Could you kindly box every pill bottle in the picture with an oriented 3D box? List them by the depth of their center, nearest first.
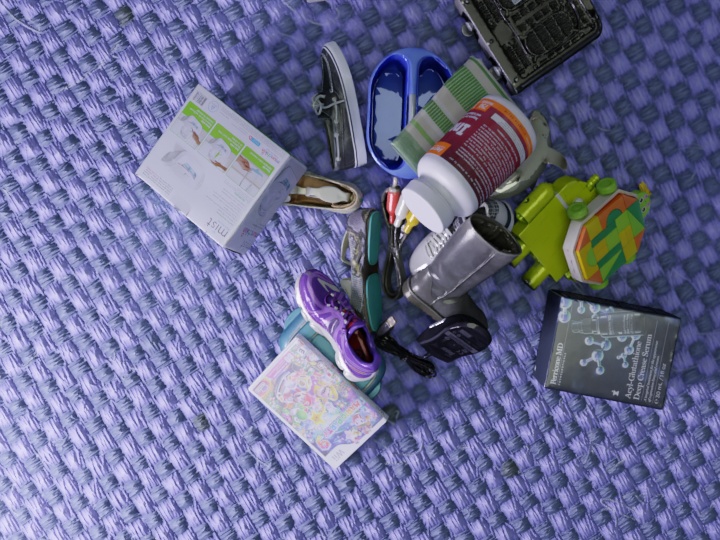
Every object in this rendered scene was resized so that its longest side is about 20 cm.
[{"bbox_3d":[0.158,-0.155,1.397,0.113,0.113,0.200,46,77,-3],"label":"pill bottle"}]

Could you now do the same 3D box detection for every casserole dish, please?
[{"bbox_3d":[-0.046,0.143,1.557,0.200,0.039,0.121,44,94,-4],"label":"casserole dish"}]

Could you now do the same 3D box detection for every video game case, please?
[{"bbox_3d":[-0.070,0.216,1.544,0.200,0.018,0.143,43,117,-3],"label":"video game case"}]

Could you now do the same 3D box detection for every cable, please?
[{"bbox_3d":[0.052,-0.054,1.522,0.097,0.050,0.203,29,112,32],"label":"cable"}]

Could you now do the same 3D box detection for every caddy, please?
[{"bbox_3d":[0.080,-0.247,1.492,0.139,0.105,0.203,2,95,1],"label":"caddy"}]

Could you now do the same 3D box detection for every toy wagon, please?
[{"bbox_3d":[0.403,-0.070,1.504,0.199,0.039,0.156,-38,125,-17],"label":"toy wagon"}]

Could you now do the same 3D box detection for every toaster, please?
[{"bbox_3d":[0.264,-0.400,1.476,0.199,0.119,0.182,-35,94,2],"label":"toaster"}]

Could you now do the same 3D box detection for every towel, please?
[{"bbox_3d":[0.157,-0.213,1.465,0.153,0.023,0.200,46,78,-20],"label":"towel"}]

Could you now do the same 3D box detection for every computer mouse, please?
[{"bbox_3d":[0.111,0.096,1.492,0.139,0.200,0.046,32,54,-15],"label":"computer mouse"}]

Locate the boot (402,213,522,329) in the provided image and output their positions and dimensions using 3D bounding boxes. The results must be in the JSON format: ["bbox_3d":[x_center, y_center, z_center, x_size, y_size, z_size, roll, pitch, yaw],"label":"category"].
[{"bbox_3d":[0.181,0.012,1.467,0.180,0.073,0.200,28,130,-22],"label":"boot"}]

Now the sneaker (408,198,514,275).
[{"bbox_3d":[0.145,-0.053,1.492,0.199,0.080,0.077,-37,69,27],"label":"sneaker"}]

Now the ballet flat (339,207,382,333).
[{"bbox_3d":[0.000,0.000,1.540,0.071,0.072,0.204,0,94,0],"label":"ballet flat"}]

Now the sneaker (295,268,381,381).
[{"bbox_3d":[-0.026,0.077,1.497,0.080,0.083,0.201,-32,83,-29],"label":"sneaker"}]

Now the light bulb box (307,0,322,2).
[{"bbox_3d":[-0.035,-0.532,1.425,0.123,0.198,0.203,-7,93,-2],"label":"light bulb box"}]

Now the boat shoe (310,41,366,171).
[{"bbox_3d":[-0.044,-0.260,1.509,0.067,0.074,0.202,-15,104,-13],"label":"boat shoe"}]

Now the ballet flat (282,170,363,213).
[{"bbox_3d":[-0.092,-0.134,1.523,0.197,0.062,0.069,6,94,0],"label":"ballet flat"}]

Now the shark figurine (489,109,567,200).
[{"bbox_3d":[0.249,-0.145,1.520,0.214,0.090,0.128,-41,60,-5],"label":"shark figurine"}]

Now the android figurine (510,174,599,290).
[{"bbox_3d":[0.322,-0.066,1.515,0.200,0.041,0.182,-44,120,0],"label":"android figurine"}]

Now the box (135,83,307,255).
[{"bbox_3d":[-0.218,-0.156,1.476,0.199,0.097,0.177,37,94,16],"label":"box"}]

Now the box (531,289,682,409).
[{"bbox_3d":[0.394,0.125,1.523,0.197,0.107,0.151,10,95,0],"label":"box"}]
